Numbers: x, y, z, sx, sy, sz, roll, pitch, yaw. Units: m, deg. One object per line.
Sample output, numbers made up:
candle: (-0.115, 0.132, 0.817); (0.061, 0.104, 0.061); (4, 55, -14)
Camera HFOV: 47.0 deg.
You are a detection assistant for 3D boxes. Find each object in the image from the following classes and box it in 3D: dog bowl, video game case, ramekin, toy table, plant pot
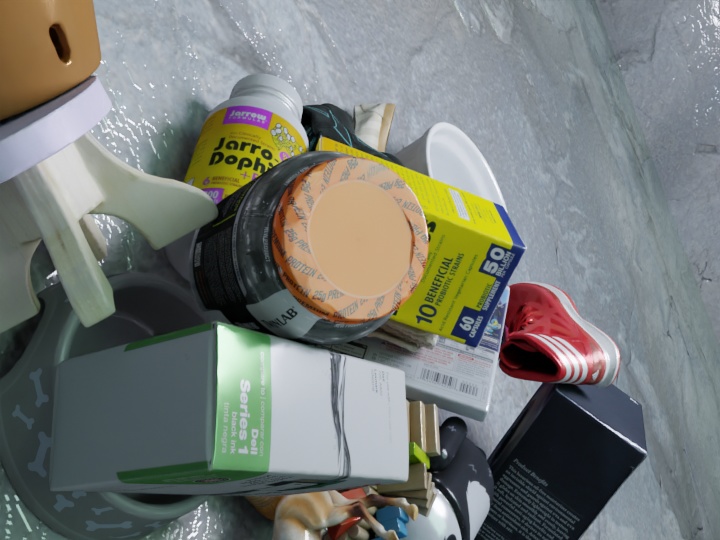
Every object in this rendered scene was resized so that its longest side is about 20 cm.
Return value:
dog bowl: (-0.166, 0.094, 0.609); (0.199, 0.058, 0.203); (33, 49, -47)
video game case: (0.051, 0.055, 0.875); (0.183, 0.197, 0.023); (-69, 173, -46)
ramekin: (0.105, -0.079, 1.072); (0.200, 0.097, 0.203); (33, 45, -41)
toy table: (-0.197, -0.045, 0.534); (0.200, 0.182, 0.118); (-110, 176, -67)
plant pot: (-0.250, -0.172, 0.504); (0.201, 0.197, 0.142); (-58, 139, -51)

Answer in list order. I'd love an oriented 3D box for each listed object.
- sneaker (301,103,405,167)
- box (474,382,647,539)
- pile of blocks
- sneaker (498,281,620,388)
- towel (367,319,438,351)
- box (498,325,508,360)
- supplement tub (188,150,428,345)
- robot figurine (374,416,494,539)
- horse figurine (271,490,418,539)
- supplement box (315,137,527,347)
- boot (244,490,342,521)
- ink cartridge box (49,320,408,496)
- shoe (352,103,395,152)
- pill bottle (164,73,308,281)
sneaker: (-0.023, -0.114, 0.878); (0.079, 0.076, 0.200); (6, 31, -44)
box: (0.227, 0.223, 0.970); (0.123, 0.200, 0.200); (36, 15, 10)
pile of blocks: (0.013, 0.199, 0.719); (0.202, 0.081, 0.062); (-67, 149, -18)
sneaker: (0.187, 0.063, 0.926); (0.114, 0.200, 0.079); (5, 106, -29)
towel: (0.000, 0.000, 0.855); (0.198, 0.035, 0.133); (27, 41, -3)
box: (0.118, 0.075, 1.024); (0.199, 0.099, 0.097); (-27, 98, -59)
supplement tub: (-0.041, -0.010, 0.569); (0.121, 0.199, 0.125); (2, 85, -23)
robot figurine: (0.064, 0.235, 0.830); (0.200, 0.123, 0.152); (-30, 101, -61)
horse figurine: (-0.035, 0.224, 0.655); (0.050, 0.131, 0.202); (66, 41, -57)
supplement box: (0.035, -0.027, 0.773); (0.197, 0.110, 0.110); (19, 22, -10)
boot: (-0.058, 0.130, 0.760); (0.144, 0.070, 0.203); (47, 44, -43)
ink cartridge box: (-0.077, 0.102, 0.549); (0.199, 0.145, 0.086); (22, 60, -51)
shoe: (0.001, -0.122, 0.993); (0.053, 0.070, 0.202); (14, 57, -5)
pill bottle: (-0.104, -0.085, 0.752); (0.104, 0.103, 0.202); (43, 41, -38)
